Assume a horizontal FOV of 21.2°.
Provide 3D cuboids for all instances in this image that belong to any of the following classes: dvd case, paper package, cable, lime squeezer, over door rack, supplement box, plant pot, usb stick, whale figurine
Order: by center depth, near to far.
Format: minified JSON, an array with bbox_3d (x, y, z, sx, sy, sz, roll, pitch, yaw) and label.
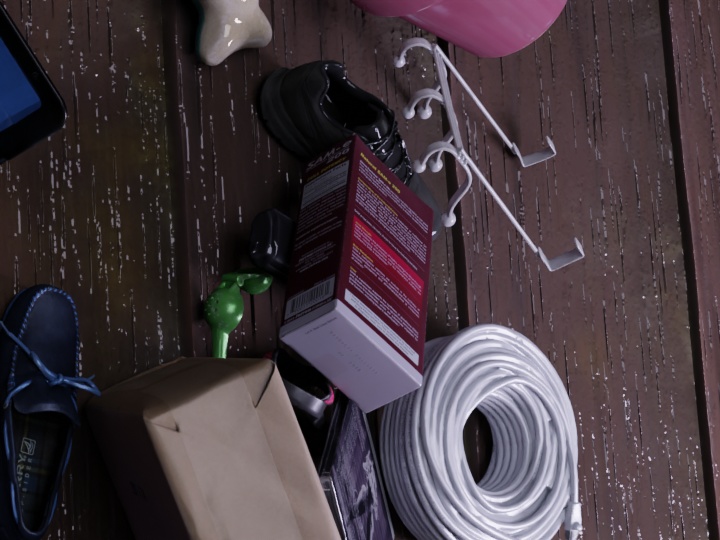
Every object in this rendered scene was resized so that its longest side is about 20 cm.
[{"bbox_3d":[-0.105,0.164,1.399,0.103,0.200,0.191,-23,96,-20],"label":"paper package"},{"bbox_3d":[-0.003,0.183,1.492,0.200,0.016,0.149,-73,152,-70],"label":"dvd case"},{"bbox_3d":[0.000,0.000,1.523,0.109,0.061,0.200,43,35,-30],"label":"supplement box"},{"bbox_3d":[-0.085,0.026,1.553,0.071,0.038,0.200,45,57,-20],"label":"lime squeezer"},{"bbox_3d":[-0.127,-0.273,1.567,0.159,0.104,0.201,-28,121,-37],"label":"whale figurine"},{"bbox_3d":[-0.017,0.010,1.584,0.200,0.033,0.056,31,47,-40],"label":"usb stick"},{"bbox_3d":[0.104,0.147,1.631,0.200,0.069,0.201,16,73,-39],"label":"cable"},{"bbox_3d":[0.085,-0.284,1.661,0.179,0.200,0.201,36,60,-42],"label":"plant pot"},{"bbox_3d":[0.102,-0.093,1.666,0.200,0.067,0.148,35,32,-38],"label":"over door rack"}]

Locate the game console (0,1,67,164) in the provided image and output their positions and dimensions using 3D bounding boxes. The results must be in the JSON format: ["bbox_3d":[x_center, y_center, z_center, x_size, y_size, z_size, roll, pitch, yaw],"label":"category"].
[{"bbox_3d":[-0.342,-0.136,1.355,0.176,0.116,0.200,-39,103,-35],"label":"game console"}]

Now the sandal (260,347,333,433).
[{"bbox_3d":[-0.049,0.087,1.468,0.075,0.200,0.045,28,81,-3],"label":"sandal"}]

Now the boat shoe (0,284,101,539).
[{"bbox_3d":[-0.229,0.107,1.412,0.084,0.069,0.201,9,74,-34],"label":"boat shoe"}]

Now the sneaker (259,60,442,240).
[{"bbox_3d":[0.005,-0.096,1.612,0.200,0.091,0.076,44,56,-21],"label":"sneaker"}]

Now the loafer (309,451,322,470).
[{"bbox_3d":[-0.024,0.241,1.533,0.072,0.063,0.201,-17,90,-38],"label":"loafer"}]
